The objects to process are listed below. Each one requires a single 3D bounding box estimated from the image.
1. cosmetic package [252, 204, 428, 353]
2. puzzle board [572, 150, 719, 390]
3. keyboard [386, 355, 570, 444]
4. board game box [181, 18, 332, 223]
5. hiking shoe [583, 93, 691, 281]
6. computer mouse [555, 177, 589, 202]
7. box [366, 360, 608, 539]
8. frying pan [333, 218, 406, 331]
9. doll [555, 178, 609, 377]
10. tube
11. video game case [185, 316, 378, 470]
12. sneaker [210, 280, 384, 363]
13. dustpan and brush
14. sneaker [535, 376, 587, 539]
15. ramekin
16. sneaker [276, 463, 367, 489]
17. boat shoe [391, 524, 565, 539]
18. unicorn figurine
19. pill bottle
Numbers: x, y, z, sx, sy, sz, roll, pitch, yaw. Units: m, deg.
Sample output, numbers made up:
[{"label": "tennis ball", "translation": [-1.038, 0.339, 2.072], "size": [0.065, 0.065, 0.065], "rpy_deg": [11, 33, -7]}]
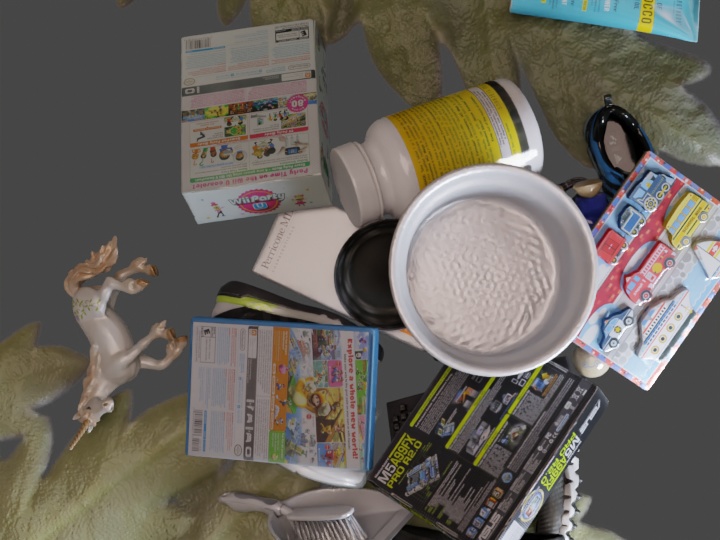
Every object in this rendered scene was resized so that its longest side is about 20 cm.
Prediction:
[{"label": "cosmetic package", "translation": [0.000, 0.000, 1.705], "size": [0.199, 0.071, 0.102], "rpy_deg": [24, 88, 9]}, {"label": "puzzle board", "translation": [0.290, 0.003, 1.643], "size": [0.150, 0.017, 0.200], "rpy_deg": [33, 96, -15]}, {"label": "keyboard", "translation": [0.120, 0.122, 1.678], "size": [0.199, 0.021, 0.128], "rpy_deg": [-16, 57, 17]}, {"label": "board game box", "translation": [-0.109, -0.157, 1.699], "size": [0.147, 0.064, 0.201], "rpy_deg": [-7, 59, 7]}, {"label": "hiking shoe", "translation": [0.280, -0.077, 1.669], "size": [0.074, 0.087, 0.201], "rpy_deg": [-26, 83, 4]}, {"label": "computer mouse", "translation": [0.176, -0.018, 1.704], "size": [0.059, 0.034, 0.200], "rpy_deg": [37, 90, 9]}, {"label": "box", "translation": [0.125, 0.168, 1.613], "size": [0.160, 0.044, 0.200], "rpy_deg": [28, 79, 35]}, {"label": "frying pan", "translation": [0.064, -0.009, 1.638], "size": [0.189, 0.031, 0.115], "rpy_deg": [-20, 104, -4]}, {"label": "doll", "translation": [0.223, 0.012, 1.674], "size": [0.136, 0.048, 0.201], "rpy_deg": [-10, 100, 5]}, {"label": "tube", "translation": [0.257, -0.287, 1.715], "size": [0.199, 0.050, 0.078], "rpy_deg": [5, 93, 2]}, {"label": "video game case", "translation": [-0.081, 0.124, 1.655], "size": [0.199, 0.018, 0.144], "rpy_deg": [3, 90, 18]}, {"label": "sneaker", "translation": [-0.072, 0.078, 1.707], "size": [0.199, 0.072, 0.083], "rpy_deg": [18, 78, 19]}, {"label": "dustpan and brush", "translation": [-0.063, 0.256, 1.683], "size": [0.199, 0.140, 0.057], "rpy_deg": [-5, 110, 35]}, {"label": "sneaker", "translation": [0.183, 0.205, 1.670], "size": [0.090, 0.066, 0.201], "rpy_deg": [4, 82, 11]}, {"label": "ramekin", "translation": [0.122, 0.002, 1.573], "size": [0.199, 0.098, 0.201], "rpy_deg": [0, 86, -5]}, {"label": "sneaker", "translation": [-0.076, 0.163, 1.701], "size": [0.200, 0.070, 0.080], "rpy_deg": [28, 86, 9]}, {"label": "boat shoe", "translation": [0.118, 0.277, 1.641], "size": [0.201, 0.074, 0.063], "rpy_deg": [5, 96, 36]}, {"label": "unicorn figurine", "translation": [-0.260, 0.077, 1.737], "size": [0.137, 0.074, 0.201], "rpy_deg": [-26, 68, 13]}, {"label": "pill bottle", "translation": [0.076, -0.115, 1.661], "size": [0.199, 0.112, 0.113], "rpy_deg": [-19, 83, -12]}]
